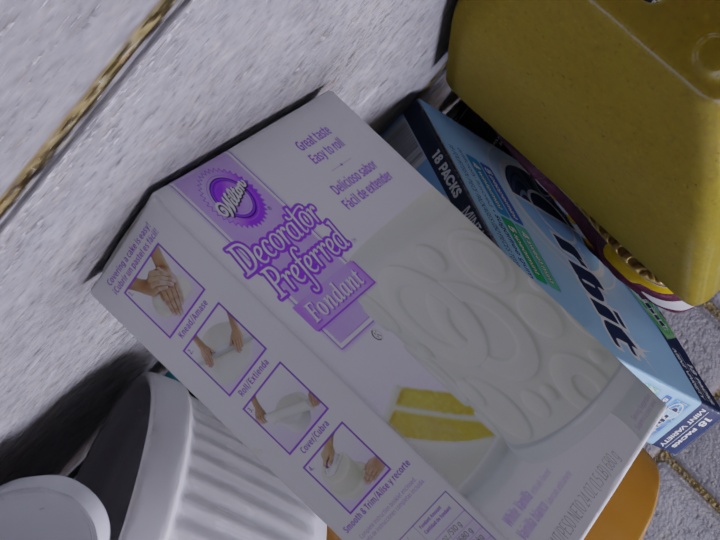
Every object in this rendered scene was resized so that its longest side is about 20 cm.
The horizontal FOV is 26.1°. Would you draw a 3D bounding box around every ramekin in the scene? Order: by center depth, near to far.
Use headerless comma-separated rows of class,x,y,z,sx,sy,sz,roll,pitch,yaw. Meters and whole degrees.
ramekin,-0.097,0.163,0.776,0.201,0.104,0.201,-57,-162,30

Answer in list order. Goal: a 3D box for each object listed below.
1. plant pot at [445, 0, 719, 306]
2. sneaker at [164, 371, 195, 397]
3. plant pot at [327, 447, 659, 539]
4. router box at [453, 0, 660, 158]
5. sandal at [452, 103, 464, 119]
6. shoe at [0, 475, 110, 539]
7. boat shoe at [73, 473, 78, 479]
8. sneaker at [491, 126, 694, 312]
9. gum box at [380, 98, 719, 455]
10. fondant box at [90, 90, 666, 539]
plant pot,0.161,-0.130,0.754,0.196,0.194,0.200,-47,167,0
sneaker,-0.039,0.019,0.821,0.079,0.078,0.200,-24,158,-53
plant pot,0.040,0.115,0.903,0.200,0.183,0.200,-42,-172,8
router box,0.160,-0.113,0.974,0.200,0.148,0.051,-54,-175,48
sandal,0.111,-0.100,1.138,0.200,0.080,0.087,-39,174,-49
shoe,-0.179,0.157,0.729,0.200,0.072,0.091,-45,178,17
boat shoe,-0.102,0.105,0.929,0.200,0.068,0.072,-46,174,-26
sneaker,0.132,-0.059,0.903,0.074,0.201,0.090,-31,160,-2
gum box,0.109,0.007,0.898,0.045,0.171,0.199,-43,139,21
fondant box,0.013,0.032,0.615,0.058,0.200,0.144,-52,173,34
